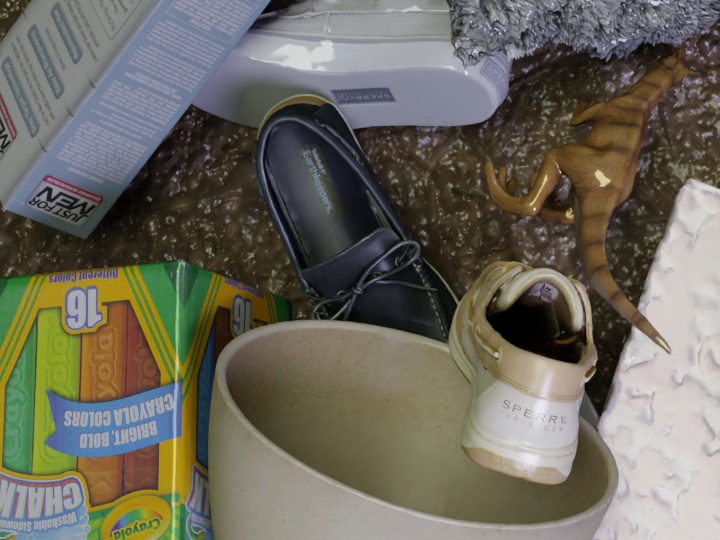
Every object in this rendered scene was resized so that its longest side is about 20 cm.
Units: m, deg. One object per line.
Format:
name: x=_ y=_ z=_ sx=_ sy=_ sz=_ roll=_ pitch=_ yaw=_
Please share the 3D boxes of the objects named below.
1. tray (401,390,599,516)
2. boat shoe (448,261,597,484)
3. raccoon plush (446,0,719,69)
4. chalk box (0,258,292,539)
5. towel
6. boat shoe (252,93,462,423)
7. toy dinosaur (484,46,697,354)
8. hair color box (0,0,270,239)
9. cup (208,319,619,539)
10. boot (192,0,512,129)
tray: x=0.111 y=0.161 z=1.136 sx=0.107 sy=0.022 sz=0.201 roll=-30 pitch=72 yaw=8
boat shoe: x=0.086 y=0.032 z=1.083 sx=0.073 sy=0.200 sz=0.070 roll=15 pitch=111 yaw=-6
raccoon plush: x=0.132 y=-0.155 z=1.097 sx=0.199 sy=0.133 sz=0.098 roll=-10 pitch=95 yaw=45
chalk box: x=-0.114 y=0.107 z=1.144 sx=0.124 sy=0.124 sz=0.202 roll=-6 pitch=76 yaw=25
towel: x=0.217 y=0.076 z=1.108 sx=0.190 sy=0.032 sz=0.201 roll=20 pitch=82 yaw=10
boat shoe: x=0.000 y=0.000 z=1.167 sx=0.074 sy=0.062 sz=0.201 roll=-27 pitch=88 yaw=11
toy dinosaur: x=0.118 y=-0.044 z=1.126 sx=0.106 sy=0.060 sz=0.201 roll=-16 pitch=43 yaw=40
hair color box: x=-0.128 y=-0.127 z=1.194 sx=0.200 sy=0.060 sz=0.099 roll=-49 pitch=44 yaw=20
cup: x=0.010 y=0.133 z=1.074 sx=0.199 sy=0.200 sz=0.144 roll=23 pitch=111 yaw=18
boot: x=-0.005 y=-0.132 z=1.215 sx=0.198 sy=0.074 sz=0.096 roll=4 pitch=58 yaw=21
